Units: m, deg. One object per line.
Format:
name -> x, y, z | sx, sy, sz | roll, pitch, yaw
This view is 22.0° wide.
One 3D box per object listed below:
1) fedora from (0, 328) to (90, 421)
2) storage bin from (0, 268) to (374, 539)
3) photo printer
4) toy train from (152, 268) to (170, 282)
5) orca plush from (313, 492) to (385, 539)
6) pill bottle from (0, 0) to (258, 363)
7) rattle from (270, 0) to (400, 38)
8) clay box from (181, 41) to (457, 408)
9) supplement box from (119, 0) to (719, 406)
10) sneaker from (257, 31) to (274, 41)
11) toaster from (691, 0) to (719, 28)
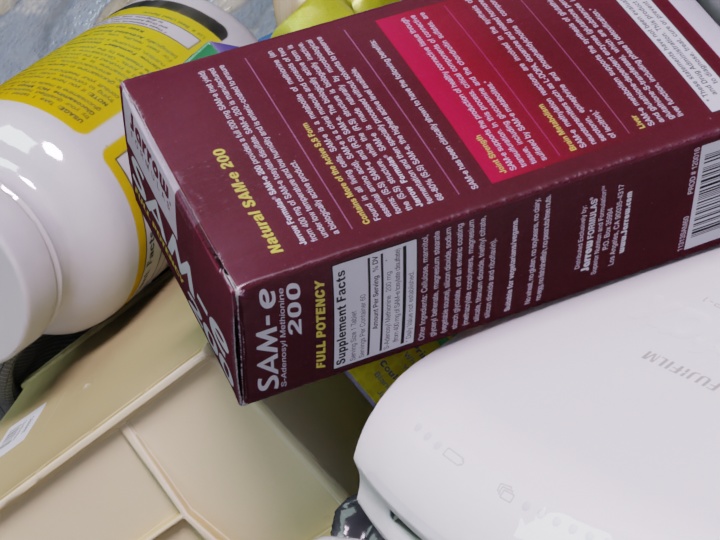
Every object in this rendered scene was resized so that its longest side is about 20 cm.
fedora -> -0.180, 0.021, 0.938 | 0.090, 0.200, 0.177 | 30, 94, 11
storage bin -> -0.088, 0.081, 0.785 | 0.198, 0.094, 0.200 | -36, 13, 18
photo printer -> 0.109, 0.056, 0.608 | 0.200, 0.070, 0.166 | -32, 41, -34
toy train -> -0.027, -0.023, 0.913 | 0.200, 0.046, 0.034 | -36, 42, 16
orca plush -> 0.035, 0.130, 0.654 | 0.199, 0.071, 0.105 | -18, 54, 6
pill bottle -> -0.127, -0.042, 0.847 | 0.112, 0.113, 0.200 | -14, 19, 37
rattle -> 0.056, -0.149, 0.750 | 0.130, 0.143, 0.201 | 30, 107, 53
clay box -> 0.000, 0.000, 0.733 | 0.048, 0.200, 0.115 | -42, 0, 8
supplement box -> 0.031, -0.039, 0.630 | 0.199, 0.061, 0.109 | -17, 49, -16
sneaker -> -0.049, -0.076, 0.954 | 0.199, 0.071, 0.083 | -21, 41, 28
toaster -> 0.150, -0.143, 0.668 | 0.113, 0.129, 0.200 | -28, 35, -8
